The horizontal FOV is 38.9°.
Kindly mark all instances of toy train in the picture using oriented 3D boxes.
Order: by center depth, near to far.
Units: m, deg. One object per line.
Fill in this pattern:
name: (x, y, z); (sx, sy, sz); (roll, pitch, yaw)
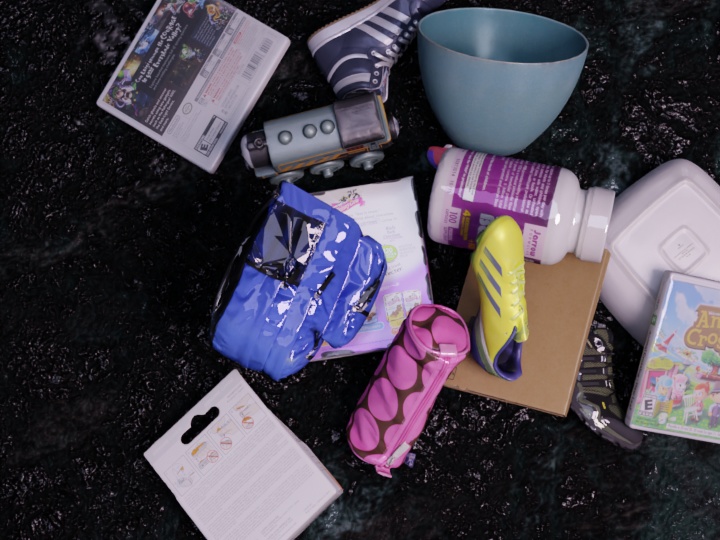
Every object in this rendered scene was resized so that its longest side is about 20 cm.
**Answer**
toy train: (-0.051, -0.161, 1.244); (0.198, 0.114, 0.086); (-12, 82, 3)

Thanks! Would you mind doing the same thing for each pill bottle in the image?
pill bottle: (0.183, -0.069, 1.159); (0.198, 0.112, 0.114); (12, 85, 13)

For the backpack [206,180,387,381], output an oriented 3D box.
backpack: (-0.072, 0.024, 1.132); (0.167, 0.163, 0.201); (29, 88, 5)

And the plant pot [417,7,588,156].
plant pot: (0.161, -0.217, 1.211); (0.198, 0.201, 0.136); (8, 121, 6)

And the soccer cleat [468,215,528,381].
soccer cleat: (0.161, 0.033, 1.110); (0.064, 0.202, 0.084); (-21, 41, -26)

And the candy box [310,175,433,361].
candy box: (0.000, 0.000, 1.244); (0.166, 0.072, 0.203); (-8, 84, 4)

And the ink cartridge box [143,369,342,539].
ink cartridge box: (-0.145, 0.250, 1.249); (0.162, 0.050, 0.200); (-42, 74, 0)

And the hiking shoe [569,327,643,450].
hiking shoe: (0.274, 0.119, 1.205); (0.101, 0.076, 0.200); (-43, 81, 3)

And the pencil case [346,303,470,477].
pencil case: (0.056, 0.139, 1.175); (0.090, 0.094, 0.201); (16, 121, -12)

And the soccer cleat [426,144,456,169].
soccer cleat: (0.167, -0.094, 1.246); (0.198, 0.067, 0.077); (23, 100, 8)

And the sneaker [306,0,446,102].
sneaker: (0.041, -0.282, 1.270); (0.198, 0.070, 0.109); (-25, 77, 9)

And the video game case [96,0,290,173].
video game case: (-0.216, -0.255, 1.316); (0.181, 0.023, 0.201); (30, 88, 7)

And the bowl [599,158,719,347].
bowl: (0.376, -0.018, 1.213); (0.200, 0.075, 0.200); (-40, 81, 1)

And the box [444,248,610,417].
box: (0.190, 0.056, 1.197); (0.162, 0.021, 0.202); (12, 77, 26)

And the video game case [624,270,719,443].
video game case: (0.417, 0.108, 1.171); (0.198, 0.022, 0.184); (11, 98, -13)
